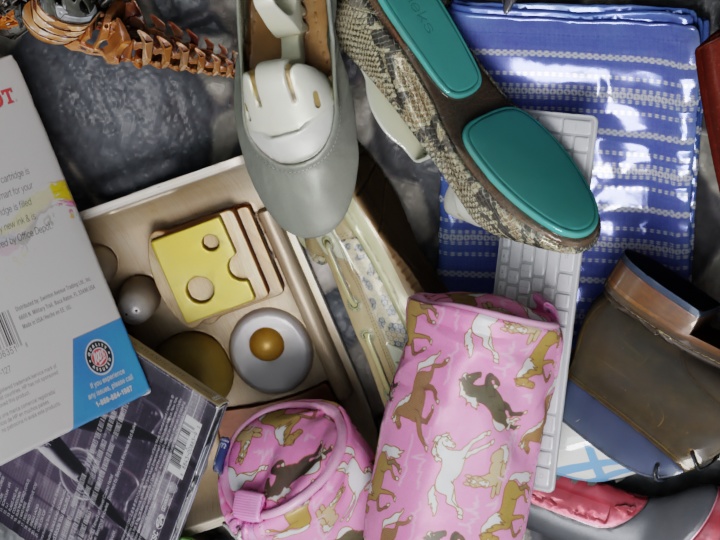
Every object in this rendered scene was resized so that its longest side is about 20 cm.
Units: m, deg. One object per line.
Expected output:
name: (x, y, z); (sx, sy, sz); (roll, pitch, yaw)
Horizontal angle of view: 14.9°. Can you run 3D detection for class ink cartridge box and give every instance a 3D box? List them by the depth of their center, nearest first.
ink cartridge box: (-0.239, 0.011, 1.470); (0.144, 0.147, 0.201); (-20, 92, 35)

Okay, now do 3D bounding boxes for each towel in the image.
towel: (0.114, -0.050, 1.514); (0.144, 0.024, 0.201); (3, 110, 6)

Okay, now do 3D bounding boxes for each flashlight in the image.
flashlight: (0.134, 0.127, 1.555); (0.199, 0.068, 0.068); (22, 148, 3)

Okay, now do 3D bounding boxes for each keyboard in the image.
keyboard: (0.094, 0.015, 1.479); (0.056, 0.011, 0.201); (9, 93, 47)

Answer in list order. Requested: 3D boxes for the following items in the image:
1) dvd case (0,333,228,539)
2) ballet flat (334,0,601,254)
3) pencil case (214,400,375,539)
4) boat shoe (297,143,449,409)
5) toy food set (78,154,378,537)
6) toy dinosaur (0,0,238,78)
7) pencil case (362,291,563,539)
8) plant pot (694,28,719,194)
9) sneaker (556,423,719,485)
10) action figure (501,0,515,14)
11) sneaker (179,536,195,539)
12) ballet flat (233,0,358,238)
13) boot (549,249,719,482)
dvd case: (-0.175, 0.084, 1.550); (0.199, 0.016, 0.149); (32, 119, 20)
ballet flat: (0.052, -0.075, 1.470); (0.200, 0.068, 0.075); (53, 138, 14)
pencil case: (-0.009, 0.160, 1.526); (0.086, 0.083, 0.200); (-20, 134, 12)
boat shoe: (0.000, 0.000, 1.513); (0.062, 0.073, 0.201); (-29, 95, 17)
toy food set: (-0.090, 0.044, 1.550); (0.143, 0.060, 0.201); (-19, 107, 13)
toy dinosaur: (-0.154, -0.170, 1.481); (0.199, 0.102, 0.136); (20, 127, -20)
pencil case: (0.053, 0.108, 1.447); (0.082, 0.086, 0.201); (11, 94, 37)
plant pot: (0.273, -0.070, 1.409); (0.199, 0.200, 0.177); (-26, 92, 14)
sneaker: (0.177, 0.073, 1.516); (0.199, 0.072, 0.073); (-4, 144, 0)
action figure: (0.049, -0.204, 1.407); (0.199, 0.102, 0.120); (16, 90, -16)
sneaker: (-0.103, 0.241, 1.598); (0.076, 0.084, 0.201); (2, 120, 3)
ballet flat: (-0.042, -0.118, 1.448); (0.067, 0.064, 0.201); (-5, 84, 17)
boot: (0.192, 0.086, 1.452); (0.200, 0.075, 0.097); (40, 106, 21)
